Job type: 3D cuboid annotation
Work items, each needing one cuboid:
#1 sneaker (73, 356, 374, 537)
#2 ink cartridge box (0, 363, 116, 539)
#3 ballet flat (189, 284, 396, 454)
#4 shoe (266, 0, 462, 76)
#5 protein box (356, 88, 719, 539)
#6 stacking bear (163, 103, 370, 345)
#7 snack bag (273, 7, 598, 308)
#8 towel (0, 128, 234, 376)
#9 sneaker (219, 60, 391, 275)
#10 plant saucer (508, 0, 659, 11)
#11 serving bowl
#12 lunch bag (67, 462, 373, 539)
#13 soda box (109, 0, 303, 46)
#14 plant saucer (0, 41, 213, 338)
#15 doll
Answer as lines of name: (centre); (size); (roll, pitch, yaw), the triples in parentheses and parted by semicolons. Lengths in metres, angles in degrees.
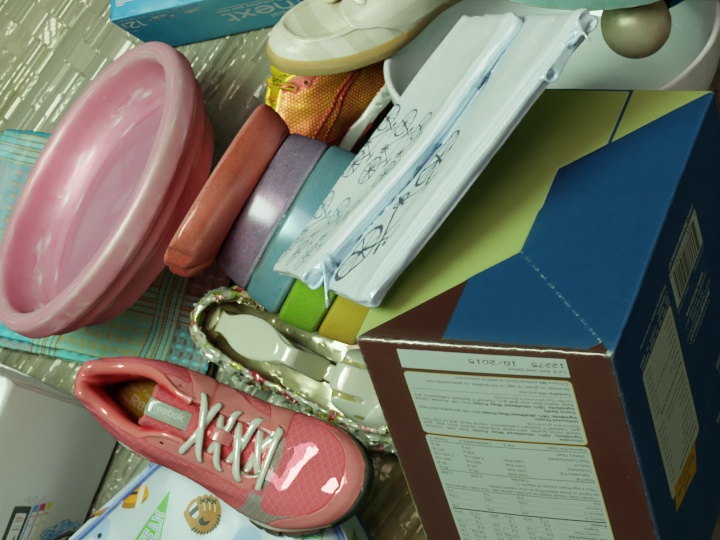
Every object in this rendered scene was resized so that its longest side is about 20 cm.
sneaker: (-0.087, 0.100, 1.309); (0.200, 0.087, 0.074); (18, 83, 31)
ink cartridge box: (-0.274, 0.149, 1.419); (0.147, 0.145, 0.201); (19, 86, 25)
ballet flat: (-0.022, 0.062, 1.372); (0.199, 0.064, 0.076); (19, 87, 20)
shoe: (0.028, -0.177, 1.343); (0.200, 0.054, 0.070); (-27, 38, -18)
protein box: (0.114, 0.043, 1.182); (0.134, 0.200, 0.199); (3, 44, 25)
stacking bear: (0.000, 0.000, 1.315); (0.200, 0.121, 0.114); (31, 86, 0)
snack bag: (0.032, -0.061, 1.169); (0.021, 0.200, 0.189); (39, 87, -14)
towel: (-0.172, -0.011, 1.480); (0.199, 0.022, 0.147); (10, 83, 24)
sneaker: (-0.040, -0.087, 1.403); (0.200, 0.077, 0.073); (-60, 20, -6)
plant saucer: (0.112, -0.218, 1.265); (0.199, 0.036, 0.200); (3, 42, -3)
serving bowl: (0.116, -0.111, 1.323); (0.199, 0.066, 0.200); (-10, 36, 7)
lunch bag: (-0.090, 0.179, 1.377); (0.200, 0.076, 0.160); (-42, 62, 8)
soda box: (-0.060, -0.198, 1.447); (0.199, 0.068, 0.064); (-9, 75, 21)
plant saucer: (-0.154, -0.044, 1.398); (0.200, 0.051, 0.201); (-41, 32, 32)
doll: (0.153, -0.195, 1.309); (0.136, 0.049, 0.200); (11, 41, -12)
